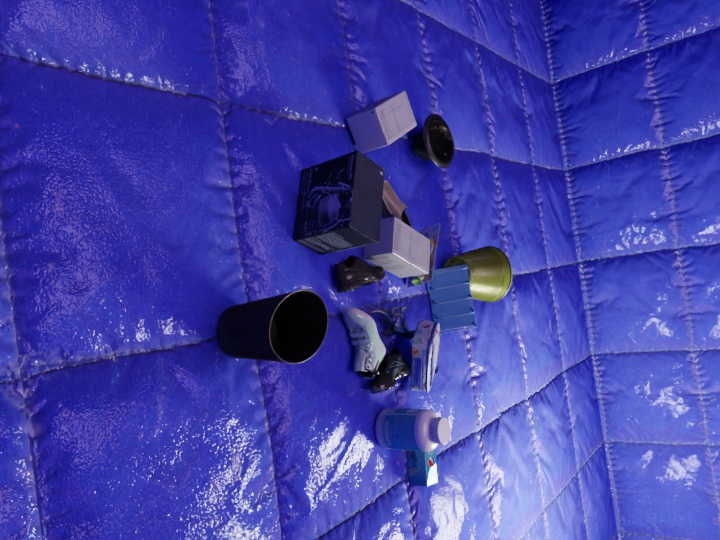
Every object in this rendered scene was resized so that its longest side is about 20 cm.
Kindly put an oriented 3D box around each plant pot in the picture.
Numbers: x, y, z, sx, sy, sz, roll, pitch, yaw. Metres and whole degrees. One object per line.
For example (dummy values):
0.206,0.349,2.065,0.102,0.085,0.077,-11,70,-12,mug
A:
0.395,0.013,2.046,0.191,0.199,0.205,0,83,-41,plant pot

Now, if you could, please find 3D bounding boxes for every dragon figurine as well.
0.099,0.159,1.713,0.198,0.058,0.102,6,78,-53,dragon figurine

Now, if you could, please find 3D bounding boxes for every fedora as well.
0.240,-0.433,1.994,0.199,0.090,0.205,15,71,-50,fedora

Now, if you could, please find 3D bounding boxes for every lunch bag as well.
0.192,0.261,1.744,0.161,0.074,0.203,-64,155,-55,lunch bag

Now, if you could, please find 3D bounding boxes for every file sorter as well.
0.296,0.094,1.888,0.123,0.136,0.204,-18,98,-84,file sorter

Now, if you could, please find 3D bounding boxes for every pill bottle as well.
0.145,0.437,1.601,0.110,0.197,0.113,14,72,-49,pill bottle

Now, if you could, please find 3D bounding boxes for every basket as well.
-0.194,0.121,1.218,0.180,0.197,0.138,-33,109,-49,basket

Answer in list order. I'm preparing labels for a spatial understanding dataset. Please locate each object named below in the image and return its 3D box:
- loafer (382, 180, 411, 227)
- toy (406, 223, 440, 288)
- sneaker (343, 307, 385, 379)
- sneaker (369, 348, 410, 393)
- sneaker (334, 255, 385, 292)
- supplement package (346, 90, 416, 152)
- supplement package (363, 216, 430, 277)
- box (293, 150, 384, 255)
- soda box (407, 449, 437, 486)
0.105,-0.192,1.785,0.076,0.067,0.202,-51,122,-45,loafer
0.187,-0.053,1.835,0.047,0.114,0.204,24,62,-32,toy
0.004,0.201,1.562,0.202,0.073,0.119,59,36,-31,sneaker
0.073,0.287,1.656,0.199,0.074,0.081,-26,94,-61,sneaker
0.000,0.000,1.609,0.199,0.075,0.092,-14,87,-55,sneaker
0.065,-0.443,1.738,0.200,0.108,0.115,-43,116,-48,supplement package
0.110,-0.065,1.732,0.199,0.108,0.116,27,62,-47,supplement package
-0.053,-0.165,1.466,0.123,0.194,0.204,26,62,-47,box
0.182,0.531,1.739,0.064,0.067,0.204,10,75,-50,soda box
